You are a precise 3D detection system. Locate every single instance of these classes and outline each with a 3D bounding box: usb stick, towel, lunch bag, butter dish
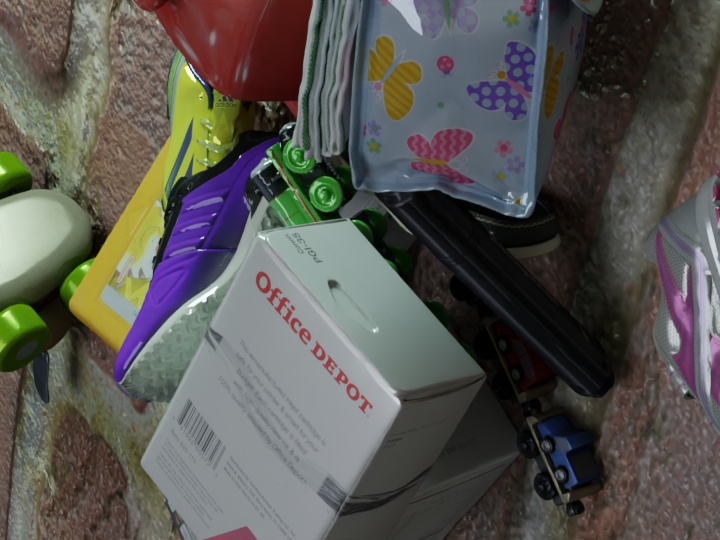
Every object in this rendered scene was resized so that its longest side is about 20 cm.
[{"bbox_3d":[0.077,0.004,1.149,0.200,0.033,0.055,44,-177,-29],"label":"usb stick"},{"bbox_3d":[0.018,-0.165,1.151,0.030,0.200,0.150,18,123,13],"label":"towel"},{"bbox_3d":[0.070,-0.155,1.064,0.126,0.170,0.201,9,119,10],"label":"lunch bag"},{"bbox_3d":[-0.085,-0.201,1.308,0.201,0.147,0.200,56,141,26],"label":"butter dish"}]

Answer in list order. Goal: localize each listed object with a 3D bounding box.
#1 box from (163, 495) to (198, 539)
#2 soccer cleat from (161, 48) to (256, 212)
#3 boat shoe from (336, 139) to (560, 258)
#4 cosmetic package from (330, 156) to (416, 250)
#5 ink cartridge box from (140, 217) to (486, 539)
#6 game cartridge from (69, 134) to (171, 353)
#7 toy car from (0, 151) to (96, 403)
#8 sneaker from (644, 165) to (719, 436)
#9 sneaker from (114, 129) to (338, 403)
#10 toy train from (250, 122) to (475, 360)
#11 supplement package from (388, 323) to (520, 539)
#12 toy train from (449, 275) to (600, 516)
[{"bbox_3d":[-0.070,0.225,1.548,0.201,0.049,0.161,63,148,16],"label":"box"},{"bbox_3d":[-0.101,-0.089,1.404,0.084,0.064,0.201,-50,40,48],"label":"soccer cleat"},{"bbox_3d":[0.048,-0.065,1.236,0.200,0.071,0.068,38,136,45],"label":"boat shoe"},{"bbox_3d":[-0.051,0.020,1.343,0.200,0.051,0.083,-51,51,8],"label":"cosmetic package"},{"bbox_3d":[-0.031,0.091,1.209,0.147,0.082,0.201,48,127,26],"label":"ink cartridge box"},{"bbox_3d":[-0.110,0.001,1.447,0.200,0.032,0.177,35,94,44],"label":"game cartridge"},{"bbox_3d":[-0.307,0.032,1.741,0.164,0.157,0.201,46,150,20],"label":"toy car"},{"bbox_3d":[0.206,0.047,1.054,0.088,0.081,0.202,-26,74,57],"label":"sneaker"},{"bbox_3d":[-0.102,-0.008,1.317,0.099,0.070,0.201,36,87,40],"label":"sneaker"},{"bbox_3d":[0.000,0.000,1.249,0.056,0.042,0.201,-33,93,25],"label":"toy train"},{"bbox_3d":[0.002,0.138,1.348,0.110,0.113,0.200,59,143,20],"label":"supplement package"},{"bbox_3d":[0.101,0.055,1.246,0.046,0.034,0.201,-34,74,44],"label":"toy train"}]
